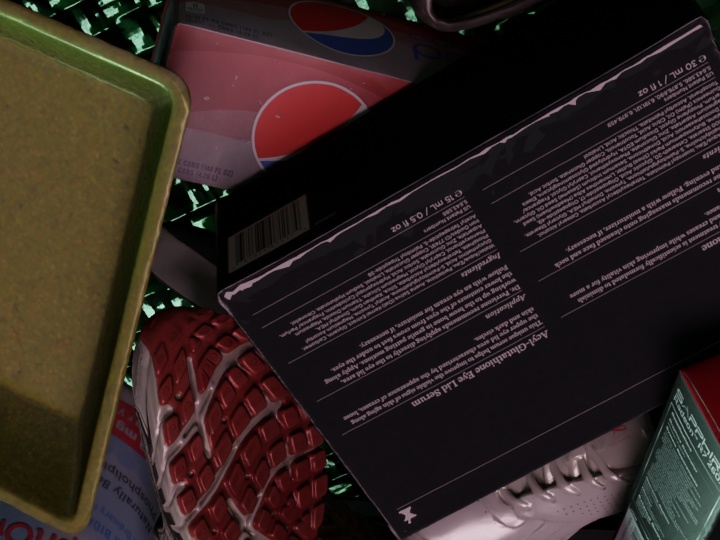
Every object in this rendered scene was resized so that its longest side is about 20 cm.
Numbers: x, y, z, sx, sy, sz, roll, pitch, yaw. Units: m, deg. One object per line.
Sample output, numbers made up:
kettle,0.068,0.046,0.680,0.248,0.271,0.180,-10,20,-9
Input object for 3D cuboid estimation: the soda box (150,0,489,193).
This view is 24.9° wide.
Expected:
soda box,0.011,-0.063,0.672,0.197,0.064,0.071,13,120,-14

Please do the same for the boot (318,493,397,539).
boot,0.006,0.191,0.755,0.107,0.075,0.200,-43,97,9

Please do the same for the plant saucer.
plant saucer,-0.163,-0.025,0.647,0.198,0.048,0.202,24,116,13

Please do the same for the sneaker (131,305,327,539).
sneaker,-0.060,0.105,0.665,0.081,0.078,0.202,12,127,37

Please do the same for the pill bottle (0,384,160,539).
pill bottle,-0.147,0.145,0.695,0.107,0.201,0.110,5,131,6

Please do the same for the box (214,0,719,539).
box,0.062,-0.006,0.629,0.198,0.079,0.142,-29,118,11

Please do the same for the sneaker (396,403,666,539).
sneaker,0.105,0.079,0.748,0.198,0.079,0.099,-19,162,-1

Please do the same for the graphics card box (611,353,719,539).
graphics card box,0.177,0.082,0.671,0.124,0.051,0.201,-21,151,-12

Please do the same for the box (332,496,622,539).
box,0.060,0.199,0.822,0.197,0.050,0.160,4,96,-8

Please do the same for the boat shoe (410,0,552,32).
boat shoe,0.102,-0.153,0.618,0.199,0.065,0.073,-37,118,17

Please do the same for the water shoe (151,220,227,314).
water shoe,0.000,0.000,0.724,0.198,0.071,0.080,20,93,-16
